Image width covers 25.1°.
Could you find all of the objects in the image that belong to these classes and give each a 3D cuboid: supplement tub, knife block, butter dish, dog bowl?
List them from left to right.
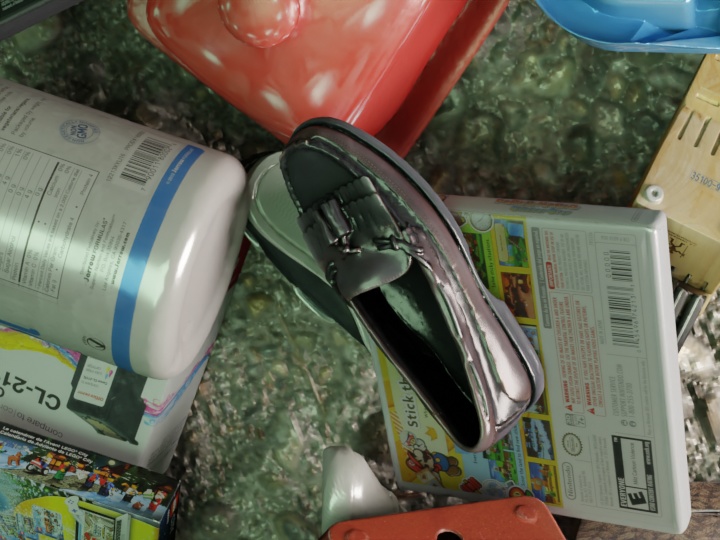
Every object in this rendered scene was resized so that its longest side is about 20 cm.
[{"bbox_3d":[-0.173,-0.030,0.890,0.199,0.132,0.132,18,112,7],"label":"supplement tub"},{"bbox_3d":[-0.035,-0.156,0.894,0.199,0.148,0.200,36,114,2],"label":"butter dish"},{"bbox_3d":[0.183,-0.028,0.927,0.064,0.176,0.200,26,69,6],"label":"knife block"},{"bbox_3d":[0.183,-0.165,0.852,0.199,0.050,0.112,2,82,7],"label":"dog bowl"}]

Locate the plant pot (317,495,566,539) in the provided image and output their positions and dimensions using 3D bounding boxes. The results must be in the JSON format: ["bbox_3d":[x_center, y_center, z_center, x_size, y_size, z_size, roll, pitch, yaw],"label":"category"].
[{"bbox_3d":[0.051,0.242,0.912,0.199,0.200,0.177,-4,128,-20],"label":"plant pot"}]

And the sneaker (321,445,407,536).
[{"bbox_3d":[0.024,0.174,1.012,0.088,0.075,0.200,-4,138,7],"label":"sneaker"}]

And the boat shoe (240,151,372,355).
[{"bbox_3d":[0.000,0.000,0.983,0.076,0.060,0.200,-45,109,-12],"label":"boat shoe"}]

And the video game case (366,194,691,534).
[{"bbox_3d":[0.089,0.051,0.909,0.181,0.023,0.201,6,123,27],"label":"video game case"}]

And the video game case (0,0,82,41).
[{"bbox_3d":[-0.186,-0.232,0.894,0.200,0.025,0.181,-20,83,28],"label":"video game case"}]

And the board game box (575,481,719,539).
[{"bbox_3d":[0.220,0.236,0.977,0.159,0.097,0.201,-3,108,18],"label":"board game box"}]

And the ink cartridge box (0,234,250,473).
[{"bbox_3d":[-0.171,0.034,1.035,0.145,0.083,0.200,24,113,7],"label":"ink cartridge box"}]

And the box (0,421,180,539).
[{"bbox_3d":[-0.192,0.192,1.046,0.136,0.038,0.200,18,132,7],"label":"box"}]

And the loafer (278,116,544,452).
[{"bbox_3d":[0.023,0.009,0.861,0.072,0.063,0.200,-30,102,42],"label":"loafer"}]
